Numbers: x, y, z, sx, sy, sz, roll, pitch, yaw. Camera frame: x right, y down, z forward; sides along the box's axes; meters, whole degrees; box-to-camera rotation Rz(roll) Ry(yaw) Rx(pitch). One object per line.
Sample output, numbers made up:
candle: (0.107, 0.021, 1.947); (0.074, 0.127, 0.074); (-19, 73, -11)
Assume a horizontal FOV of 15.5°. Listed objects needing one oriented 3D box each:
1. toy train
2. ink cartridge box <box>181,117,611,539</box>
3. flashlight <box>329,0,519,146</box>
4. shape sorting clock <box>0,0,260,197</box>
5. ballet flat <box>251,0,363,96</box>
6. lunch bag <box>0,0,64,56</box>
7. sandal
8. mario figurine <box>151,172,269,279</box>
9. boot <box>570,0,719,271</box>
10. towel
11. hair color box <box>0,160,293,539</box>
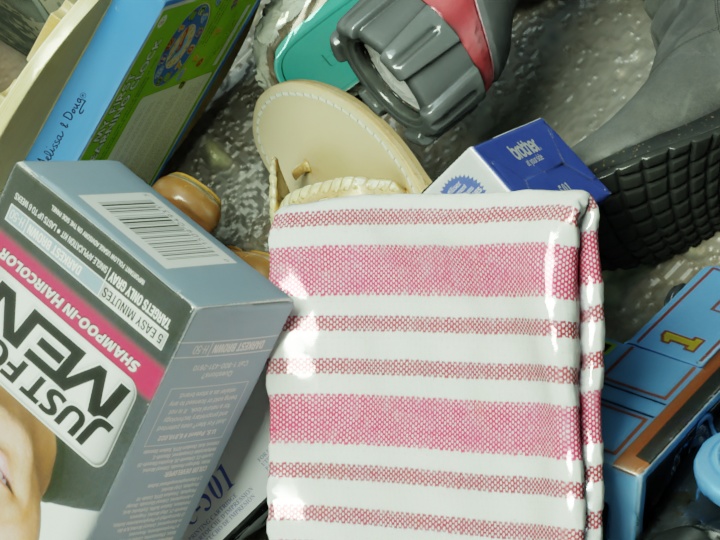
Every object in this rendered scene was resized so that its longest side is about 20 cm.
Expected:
toy train: (0.136, 0.055, 0.963); (0.114, 0.087, 0.200); (21, 40, 26)
ink cartridge box: (0.003, 0.028, 1.018); (0.044, 0.094, 0.200); (47, 111, 7)
flashlight: (0.080, -0.138, 1.094); (0.200, 0.068, 0.068); (-40, 54, -13)
shape sorting clock: (-0.105, -0.075, 1.116); (0.039, 0.200, 0.200); (36, 81, 9)
ballet flat: (0.035, -0.145, 1.172); (0.199, 0.072, 0.072); (-30, 57, 5)
lunch bag: (-0.142, -0.198, 1.227); (0.200, 0.139, 0.168); (32, 81, 32)
sandal: (0.001, -0.004, 1.093); (0.069, 0.078, 0.212); (-26, 53, -33)
mario figurine: (-0.100, 0.060, 1.091); (0.123, 0.106, 0.200); (31, 69, 9)
boot: (0.134, -0.090, 1.105); (0.199, 0.070, 0.132); (-27, 53, -4)
towel: (0.021, 0.072, 0.913); (0.146, 0.030, 0.201); (-2, 86, 42)
hair color box: (-0.114, 0.070, 0.976); (0.099, 0.061, 0.201); (37, 113, 29)
